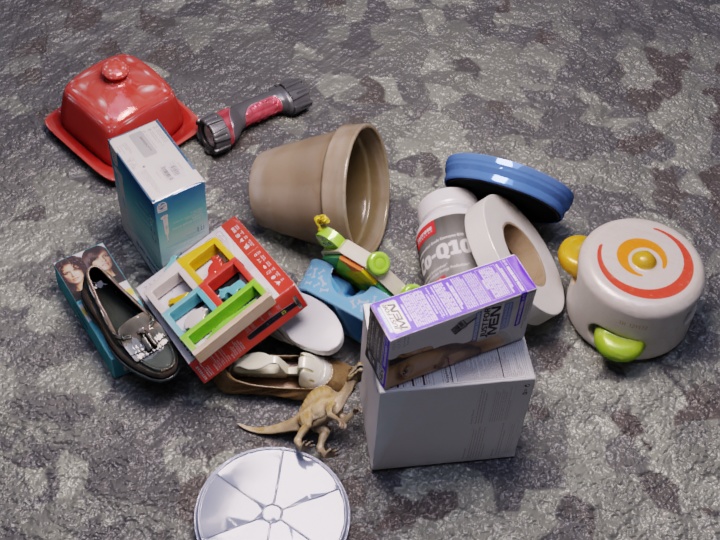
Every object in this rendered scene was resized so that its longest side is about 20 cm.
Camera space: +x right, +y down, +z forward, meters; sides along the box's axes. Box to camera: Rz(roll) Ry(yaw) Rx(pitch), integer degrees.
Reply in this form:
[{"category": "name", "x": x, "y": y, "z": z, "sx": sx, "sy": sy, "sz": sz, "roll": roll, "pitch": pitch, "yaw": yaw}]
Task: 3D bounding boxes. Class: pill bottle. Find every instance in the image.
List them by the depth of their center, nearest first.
[{"category": "pill bottle", "x": 0.143, "y": -0.019, "z": 1.806, "sx": 0.114, "sy": 0.114, "sz": 0.200, "roll": -4, "pitch": 51, "yaw": -6}]

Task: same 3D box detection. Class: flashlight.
[{"category": "flashlight", "x": -0.171, "y": -0.254, "z": 2.014, "sx": 0.200, "sy": 0.068, "sz": 0.068, "roll": -26, "pitch": 19, "yaw": -27}]

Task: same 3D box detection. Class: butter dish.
[{"category": "butter dish", "x": -0.385, "y": -0.274, "z": 1.962, "sx": 0.200, "sy": 0.148, "sz": 0.199, "roll": -37, "pitch": 61, "yaw": -27}]

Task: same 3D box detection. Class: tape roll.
[{"category": "tape roll", "x": 0.224, "y": -0.016, "z": 1.772, "sx": 0.037, "sy": 0.203, "sz": 0.203, "roll": -31, "pitch": 46, "yaw": 27}]

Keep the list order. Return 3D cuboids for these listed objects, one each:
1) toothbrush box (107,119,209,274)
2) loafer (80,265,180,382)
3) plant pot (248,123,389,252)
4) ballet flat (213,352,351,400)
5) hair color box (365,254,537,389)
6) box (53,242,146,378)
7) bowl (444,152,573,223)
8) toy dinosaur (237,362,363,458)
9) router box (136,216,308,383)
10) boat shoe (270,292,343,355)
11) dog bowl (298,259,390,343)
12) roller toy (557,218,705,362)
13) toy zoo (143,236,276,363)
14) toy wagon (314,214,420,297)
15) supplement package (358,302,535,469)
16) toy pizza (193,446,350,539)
[{"category": "toothbrush box", "x": -0.290, "y": -0.093, "z": 1.788, "sx": 0.085, "sy": 0.200, "sz": 0.146, "roll": -25, "pitch": 56, "yaw": -22}, {"category": "loafer", "x": -0.321, "y": 0.071, "z": 1.676, "sx": 0.072, "sy": 0.063, "sz": 0.200, "roll": -33, "pitch": 61, "yaw": -28}, {"category": "plant pot", "x": -0.067, "y": -0.120, "z": 1.848, "sx": 0.173, "sy": 0.200, "sz": 0.200, "roll": 2, "pitch": 49, "yaw": 21}, {"category": "ballet flat", "x": -0.105, "y": 0.138, "z": 1.691, "sx": 0.200, "sy": 0.072, "sz": 0.068, "roll": 4, "pitch": 60, "yaw": 0}, {"category": "hair color box", "x": 0.109, "y": 0.063, "z": 1.495, "sx": 0.200, "sy": 0.109, "sz": 0.065, "roll": -18, "pitch": 56, "yaw": -16}, {"category": "box", "x": -0.362, "y": 0.055, "z": 1.761, "sx": 0.082, "sy": 0.049, "sz": 0.200, "roll": -25, "pitch": 57, "yaw": -22}, {"category": "bowl", "x": 0.221, "y": -0.121, "z": 1.850, "sx": 0.200, "sy": 0.201, "sz": 0.039, "roll": 17, "pitch": 82, "yaw": 11}, {"category": "toy dinosaur", "x": -0.063, "y": 0.202, "z": 1.641, "sx": 0.200, "sy": 0.058, "sz": 0.101, "roll": -31, "pitch": 43, "yaw": 14}, {"category": "router box", "x": -0.196, "y": 0.037, "z": 1.715, "sx": 0.179, "sy": 0.049, "sz": 0.200, "roll": -37, "pitch": 44, "yaw": -8}, {"category": "boat shoe", "x": -0.101, "y": 0.072, "z": 1.741, "sx": 0.200, "sy": 0.066, "sz": 0.072, "roll": 23, "pitch": 65, "yaw": 27}, {"category": "dog bowl", "x": -0.009, "y": 0.056, "z": 1.733, "sx": 0.200, "sy": 0.112, "sz": 0.050, "roll": 28, "pitch": 69, "yaw": 34}, {"category": "roller toy", "x": 0.397, "y": 0.020, "z": 1.771, "sx": 0.182, "sy": 0.140, "sz": 0.200, "roll": -16, "pitch": 53, "yaw": -16}, {"category": "toy zoo", "x": -0.216, "y": 0.030, "z": 1.681, "sx": 0.131, "sy": 0.020, "sz": 0.200, "roll": -38, "pitch": 44, "yaw": -8}, {"category": "toy wagon", "x": 0.000, "y": 0.000, "z": 1.727, "sx": 0.200, "sy": 0.155, "sz": 0.040, "roll": 43, "pitch": 73, "yaw": -19}, {"category": "supplement package", "x": 0.107, "y": 0.147, "z": 1.621, "sx": 0.200, "sy": 0.191, "sz": 0.147, "roll": -4, "pitch": 51, "yaw": -7}, {"category": "toy pizza", "x": -0.113, "y": 0.318, "z": 1.574, "sx": 0.200, "sy": 0.032, "sz": 0.200, "roll": 1, "pitch": 52, "yaw": -2}]
